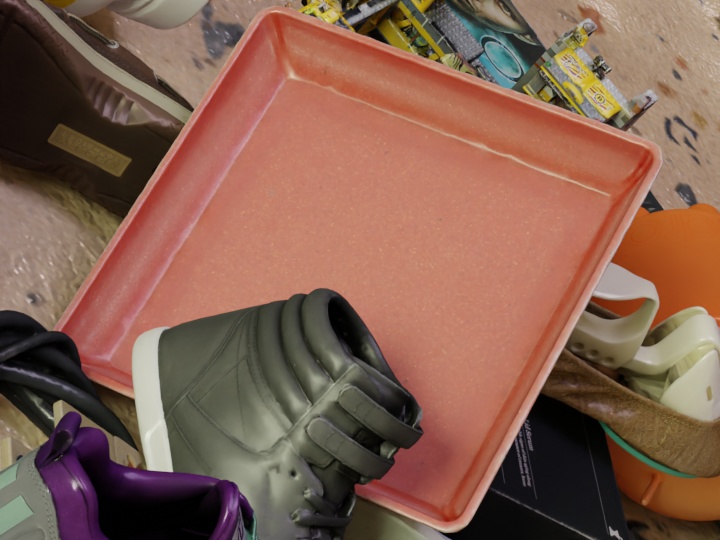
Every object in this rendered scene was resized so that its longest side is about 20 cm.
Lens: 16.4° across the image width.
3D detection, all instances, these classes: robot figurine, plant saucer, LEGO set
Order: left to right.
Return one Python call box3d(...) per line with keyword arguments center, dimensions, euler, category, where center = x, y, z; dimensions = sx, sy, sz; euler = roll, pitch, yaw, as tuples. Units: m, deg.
box3d(center=(0.000, 0.000, 1.064), dimensions=(0.199, 0.037, 0.200), euler=(22, 65, 19), category="plant saucer")
box3d(center=(0.058, -0.101, 1.306), dimensions=(0.154, 0.116, 0.200), euler=(-23, 73, -42), category="LEGO set")
box3d(center=(0.169, 0.048, 1.298), dimensions=(0.144, 0.117, 0.200), euler=(31, 30, -26), category="robot figurine")

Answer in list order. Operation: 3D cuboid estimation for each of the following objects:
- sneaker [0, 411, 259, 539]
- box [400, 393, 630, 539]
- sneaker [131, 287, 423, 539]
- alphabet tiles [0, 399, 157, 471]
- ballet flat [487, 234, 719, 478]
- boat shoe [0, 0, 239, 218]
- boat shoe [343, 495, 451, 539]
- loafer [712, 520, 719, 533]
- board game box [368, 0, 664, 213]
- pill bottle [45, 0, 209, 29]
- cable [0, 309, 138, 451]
box3d(center=(-0.043, 0.117, 0.839), dimensions=(0.200, 0.088, 0.074), euler=(29, 39, -28), category="sneaker")
box3d(center=(0.037, 0.053, 1.162), dimensions=(0.141, 0.079, 0.200), euler=(26, 35, -29), category="box")
box3d(center=(-0.020, 0.093, 0.947), dimensions=(0.071, 0.099, 0.200), euler=(33, 36, -57), category="sneaker")
box3d(center=(-0.068, 0.144, 0.925), dimensions=(0.200, 0.006, 0.167), euler=(41, 30, -46), category="alphabet tiles")
box3d(center=(0.117, 0.035, 1.140), dimensions=(0.200, 0.072, 0.068), euler=(29, 33, -30), category="ballet flat")
box3d(center=(-0.145, -0.085, 1.117), dimensions=(0.202, 0.075, 0.075), euler=(36, 17, -30), category="boat shoe")
box3d(center=(0.048, 0.161, 1.069), dimensions=(0.201, 0.070, 0.072), euler=(44, 18, -11), category="boat shoe")
box3d(center=(0.240, 0.162, 1.303), dimensions=(0.076, 0.068, 0.200), euler=(-18, 48, -20), category="loafer")
box3d(center=(0.098, -0.077, 1.445), dimensions=(0.135, 0.028, 0.200), euler=(-11, 62, -55), category="board game box")
box3d(center=(-0.158, -0.183, 1.163), dimensions=(0.200, 0.111, 0.111), euler=(20, 39, -39), category="pill bottle")
box3d(center=(-0.124, 0.092, 0.935), dimensions=(0.163, 0.051, 0.200), euler=(43, 29, -12), category="cable")
